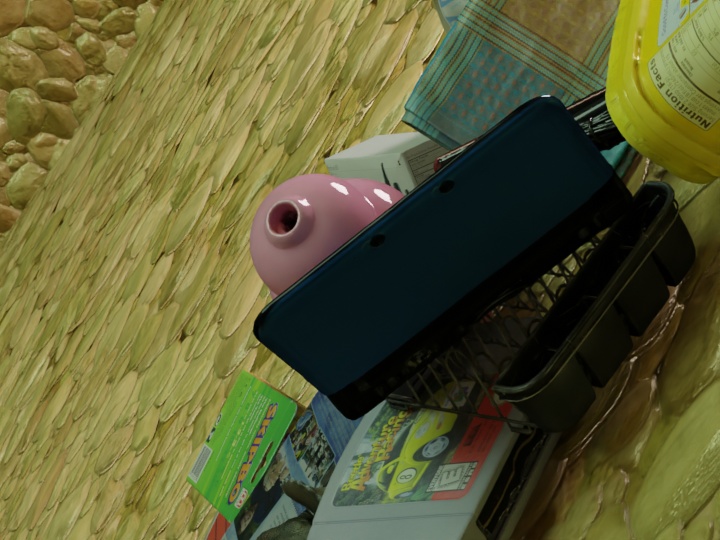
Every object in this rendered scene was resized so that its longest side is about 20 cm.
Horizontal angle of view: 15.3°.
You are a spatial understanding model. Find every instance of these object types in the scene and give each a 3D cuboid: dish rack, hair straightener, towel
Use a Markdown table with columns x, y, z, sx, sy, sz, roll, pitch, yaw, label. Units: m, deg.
| x | y | z | sx | sy | sz | roll | pitch | yaw | label |
| --- | --- | --- | --- | --- | --- | --- | --- | --- | --- |
| 0.085 | 0.019 | 1.508 | 0.200 | 0.055 | 0.154 | 6 | 51 | 53 | dish rack |
| 0.127 | -0.072 | 1.592 | 0.199 | 0.041 | 0.077 | -21 | 26 | 24 | hair straightener |
| 0.131 | -0.142 | 1.661 | 0.201 | 0.146 | 0.022 | -59 | -18 | 4 | towel |

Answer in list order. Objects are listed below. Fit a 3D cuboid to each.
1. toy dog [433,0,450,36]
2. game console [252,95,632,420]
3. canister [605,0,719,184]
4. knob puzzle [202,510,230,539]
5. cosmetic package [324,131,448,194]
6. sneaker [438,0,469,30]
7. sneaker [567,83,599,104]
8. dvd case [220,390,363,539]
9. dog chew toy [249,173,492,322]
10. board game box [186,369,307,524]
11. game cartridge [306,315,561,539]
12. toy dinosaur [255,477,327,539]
| x | y | z | sx | sy | sz | roll | pitch | yaw | label |
| --- | --- | --- | --- | --- | --- | --- | --- | --- | --- |
| 0.129 | -0.246 | 1.847 | 0.200 | 0.194 | 0.139 | -43 | 21 | -12 | toy dog |
| 0.034 | -0.027 | 1.458 | 0.200 | 0.118 | 0.171 | -37 | 27 | 5 | game console |
| 0.228 | -0.160 | 1.455 | 0.200 | 0.086 | 0.149 | -46 | 20 | 40 | canister |
| -0.089 | 0.179 | 1.989 | 0.220 | 0.030 | 0.220 | -55 | 15 | 22 | knob puzzle |
| 0.033 | -0.053 | 1.896 | 0.050 | 0.083 | 0.200 | -22 | 6 | -14 | cosmetic package |
| 0.141 | -0.206 | 1.710 | 0.199 | 0.073 | 0.072 | -17 | 5 | 12 | sneaker |
| 0.107 | -0.090 | 1.750 | 0.200 | 0.075 | 0.116 | -33 | 28 | 56 | sneaker |
| -0.035 | 0.162 | 1.724 | 0.200 | 0.017 | 0.143 | -57 | 28 | 19 | dvd case |
| 0.000 | 0.000 | 1.637 | 0.124 | 0.200 | 0.125 | -10 | 67 | 25 | dog chew toy |
| -0.079 | 0.129 | 1.937 | 0.096 | 0.030 | 0.200 | -63 | 11 | -2 | board game box |
| 0.047 | 0.106 | 1.520 | 0.133 | 0.041 | 0.200 | -13 | 37 | 45 | game cartridge |
| -0.044 | 0.192 | 1.560 | 0.200 | 0.077 | 0.102 | -77 | 15 | -52 | toy dinosaur |
